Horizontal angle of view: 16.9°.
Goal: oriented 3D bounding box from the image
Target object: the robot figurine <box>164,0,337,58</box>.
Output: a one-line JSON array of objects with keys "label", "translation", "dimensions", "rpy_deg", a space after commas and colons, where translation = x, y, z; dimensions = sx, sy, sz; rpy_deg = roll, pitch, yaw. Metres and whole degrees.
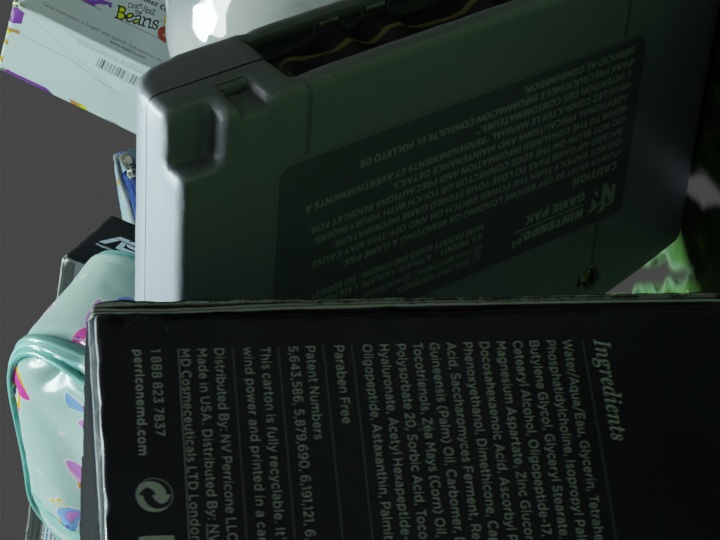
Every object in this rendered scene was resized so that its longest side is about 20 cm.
[{"label": "robot figurine", "translation": [-0.015, -0.122, 0.886], "dimensions": [0.169, 0.113, 0.201], "rpy_deg": [35, -138, -43]}]

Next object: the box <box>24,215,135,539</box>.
[{"label": "box", "translation": [-0.068, 0.094, 1.099], "dimensions": [0.044, 0.159, 0.201], "rpy_deg": [-48, -25, -54]}]

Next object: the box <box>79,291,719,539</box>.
[{"label": "box", "translation": [0.022, 0.108, 0.676], "dimensions": [0.200, 0.195, 0.125], "rpy_deg": [100, 165, -55]}]

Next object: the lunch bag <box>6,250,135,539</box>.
[{"label": "lunch bag", "translation": [-0.047, 0.094, 0.988], "dimensions": [0.077, 0.199, 0.161], "rpy_deg": [-48, -23, -34]}]

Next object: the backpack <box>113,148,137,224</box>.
[{"label": "backpack", "translation": [-0.029, 0.009, 1.176], "dimensions": [0.200, 0.146, 0.184], "rpy_deg": [-123, 11, -60]}]

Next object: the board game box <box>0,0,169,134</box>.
[{"label": "board game box", "translation": [-0.067, -0.166, 1.058], "dimensions": [0.201, 0.104, 0.103], "rpy_deg": [-66, 7, -14]}]

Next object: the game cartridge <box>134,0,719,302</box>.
[{"label": "game cartridge", "translation": [0.019, -0.024, 0.720], "dimensions": [0.040, 0.199, 0.134], "rpy_deg": [37, 137, 41]}]
